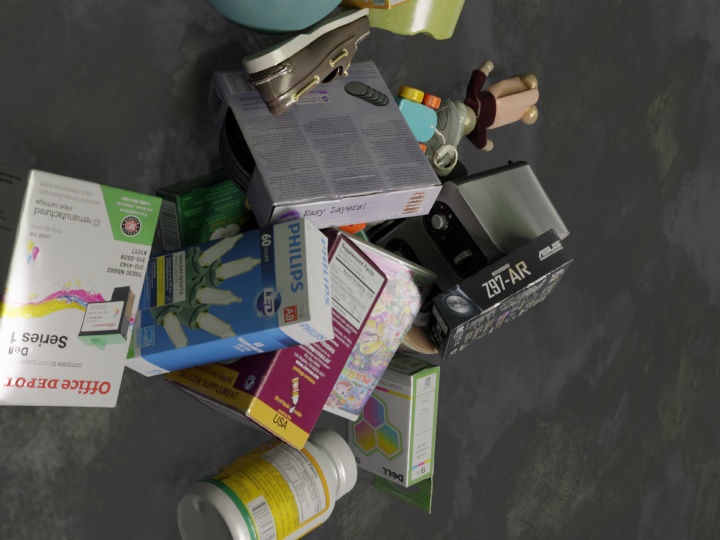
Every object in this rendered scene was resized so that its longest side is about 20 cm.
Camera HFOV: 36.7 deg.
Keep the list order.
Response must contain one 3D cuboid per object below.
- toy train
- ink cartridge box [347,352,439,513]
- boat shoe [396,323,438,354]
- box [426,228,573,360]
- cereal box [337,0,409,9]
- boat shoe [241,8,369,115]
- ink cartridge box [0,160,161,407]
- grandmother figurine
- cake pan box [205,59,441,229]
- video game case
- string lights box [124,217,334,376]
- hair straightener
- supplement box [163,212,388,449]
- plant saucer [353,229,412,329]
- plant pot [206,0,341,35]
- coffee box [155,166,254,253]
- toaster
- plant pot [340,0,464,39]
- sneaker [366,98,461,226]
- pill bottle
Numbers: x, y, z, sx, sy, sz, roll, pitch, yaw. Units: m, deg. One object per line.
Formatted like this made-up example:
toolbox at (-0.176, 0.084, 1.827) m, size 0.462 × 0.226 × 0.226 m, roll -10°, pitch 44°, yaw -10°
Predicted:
toy train at (0.016, -0.126, 1.236) m, size 0.199 × 0.055 × 0.151 m, roll -33°, pitch 124°, yaw -27°
ink cartridge box at (0.039, 0.207, 1.374) m, size 0.059 × 0.103 × 0.202 m, roll -14°, pitch 112°, yaw -46°
boat shoe at (0.028, 0.066, 1.350) m, size 0.199 × 0.064 × 0.073 m, roll 17°, pitch 60°, yaw -47°
box at (0.158, 0.033, 1.271) m, size 0.159 × 0.044 × 0.200 m, roll -30°, pitch 167°, yaw -5°
cereal box at (-0.023, -0.371, 1.097) m, size 0.039 × 0.143 × 0.202 m, roll -29°, pitch 121°, yaw -40°
boat shoe at (-0.044, -0.214, 1.085) m, size 0.200 × 0.071 × 0.060 m, roll -44°, pitch 117°, yaw -51°
ink cartridge box at (-0.274, 0.016, 0.961) m, size 0.144 × 0.083 × 0.202 m, roll 10°, pitch 94°, yaw -50°
grandmother figurine at (0.167, -0.216, 1.437) m, size 0.199 × 0.060 × 0.123 m, roll -28°, pitch 113°, yaw -45°
cake pan box at (-0.041, -0.128, 1.088) m, size 0.198 × 0.185 × 0.053 m, roll -10°, pitch 145°, yaw -28°
video game case at (-0.020, 0.064, 1.229) m, size 0.142 × 0.018 × 0.201 m, roll 23°, pitch 106°, yaw -23°
string lights box at (-0.128, 0.027, 1.018) m, size 0.059 × 0.198 × 0.104 m, roll 42°, pitch 39°, yaw -60°
hair straightener at (0.062, -0.090, 1.345) m, size 0.199 × 0.077 × 0.041 m, roll -31°, pitch 80°, yaw -32°
supplement box at (-0.083, 0.057, 1.093) m, size 0.103 × 0.130 × 0.201 m, roll 43°, pitch 68°, yaw -47°
plant saucer at (0.000, 0.000, 1.270) m, size 0.070 × 0.019 × 0.201 m, roll -39°, pitch 107°, yaw -43°
plant pot at (-0.083, -0.306, 1.034) m, size 0.201 × 0.199 × 0.135 m, roll -53°, pitch 167°, yaw -24°
coffee box at (-0.148, 0.000, 1.137) m, size 0.122 × 0.044 × 0.202 m, roll -25°, pitch 119°, yaw -43°
toaster at (0.136, -0.037, 1.332) m, size 0.199 × 0.181 × 0.119 m, roll -19°, pitch 73°, yaw -47°
plant pot at (0.057, -0.358, 1.180) m, size 0.199 × 0.199 × 0.186 m, roll -10°, pitch 121°, yaw -48°
sneaker at (0.053, -0.146, 1.305) m, size 0.200 × 0.074 × 0.082 m, roll -51°, pitch 136°, yaw -26°
pill bottle at (-0.099, 0.253, 1.218) m, size 0.199 × 0.112 × 0.114 m, roll -24°, pitch 119°, yaw -43°
